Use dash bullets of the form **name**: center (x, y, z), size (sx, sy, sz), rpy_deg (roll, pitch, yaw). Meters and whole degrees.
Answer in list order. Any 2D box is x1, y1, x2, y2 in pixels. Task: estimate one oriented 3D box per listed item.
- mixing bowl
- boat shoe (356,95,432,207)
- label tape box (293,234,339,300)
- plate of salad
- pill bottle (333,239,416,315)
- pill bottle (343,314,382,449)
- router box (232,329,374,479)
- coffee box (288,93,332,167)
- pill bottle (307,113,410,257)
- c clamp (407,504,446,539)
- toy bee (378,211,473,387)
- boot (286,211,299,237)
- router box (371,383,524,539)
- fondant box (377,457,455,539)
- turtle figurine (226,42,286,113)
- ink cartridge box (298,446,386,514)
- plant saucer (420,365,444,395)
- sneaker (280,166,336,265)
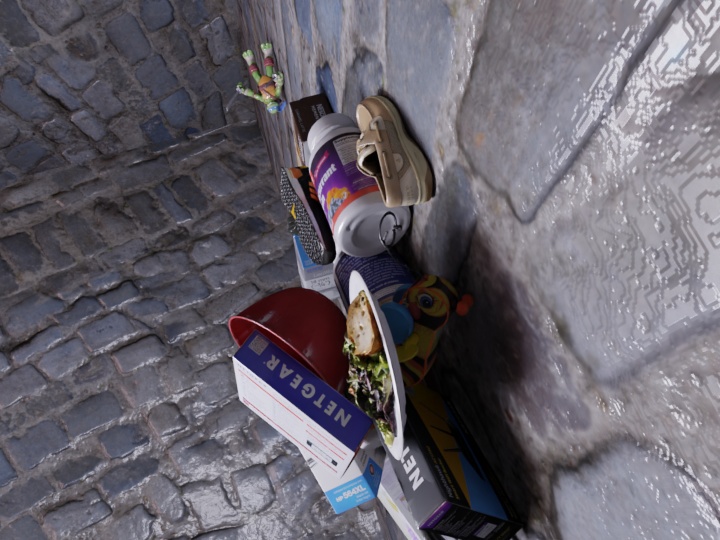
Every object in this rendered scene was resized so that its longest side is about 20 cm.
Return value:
- **mixing bowl**: center (-0.082, 0.100, 0.794), size (0.197, 0.109, 0.203), rpy_deg (30, 149, 20)
- **boat shoe**: center (0.024, -0.153, 0.681), size (0.073, 0.063, 0.202), rpy_deg (84, 166, -44)
- **label tape box**: center (-0.054, -0.025, 1.087), size (0.203, 0.140, 0.064), rpy_deg (87, 163, -53)
- **plate of salad**: center (0.006, 0.103, 0.594), size (0.200, 0.047, 0.207), rpy_deg (166, 91, -80)
- **pill bottle**: center (0.023, 0.021, 0.814), size (0.118, 0.112, 0.203), rpy_deg (85, 165, -47)
- **pill bottle**: center (0.018, 0.176, 0.905), size (0.117, 0.113, 0.205), rpy_deg (96, 157, -65)
- **router box**: center (-0.083, 0.192, 0.760), size (0.198, 0.049, 0.181), rpy_deg (35, 151, 10)
- **coffee box**: center (-0.090, -0.243, 1.141), size (0.202, 0.077, 0.117), rpy_deg (91, 161, -59)
- **pill bottle**: center (-0.012, -0.130, 0.785), size (0.113, 0.108, 0.203), rpy_deg (87, 163, -53)
- **c clamp**: center (0.122, 0.313, 0.652), size (0.198, 0.027, 0.171), rpy_deg (32, -172, -35)
- **toy bee**: center (0.069, 0.053, 0.615), size (0.106, 0.132, 0.203), rpy_deg (13, 140, 27)
- **boot**: center (-0.034, -0.122, 0.983), size (0.129, 0.202, 0.068), rpy_deg (26, -162, -33)
- **router box**: center (0.093, 0.223, 0.667), size (0.147, 0.051, 0.201), rpy_deg (31, -162, -35)
- **fondant box**: center (0.099, 0.479, 1.086), size (0.201, 0.058, 0.146), rpy_deg (48, 160, 22)
- **turtle figurine**: center (-0.305, -0.587, 1.657), size (0.142, 0.196, 0.200), rpy_deg (-25, 75, 45)
- **ink cartridge box**: center (-0.041, 0.271, 0.929), size (0.204, 0.083, 0.146), rpy_deg (62, -164, -8)
- **plant saucer**: center (0.101, 0.198, 0.890), size (0.200, 0.031, 0.206), rpy_deg (164, 91, -80)
- **sneaker**: center (-0.059, -0.096, 0.845), size (0.071, 0.088, 0.202), rpy_deg (100, 150, -46)
